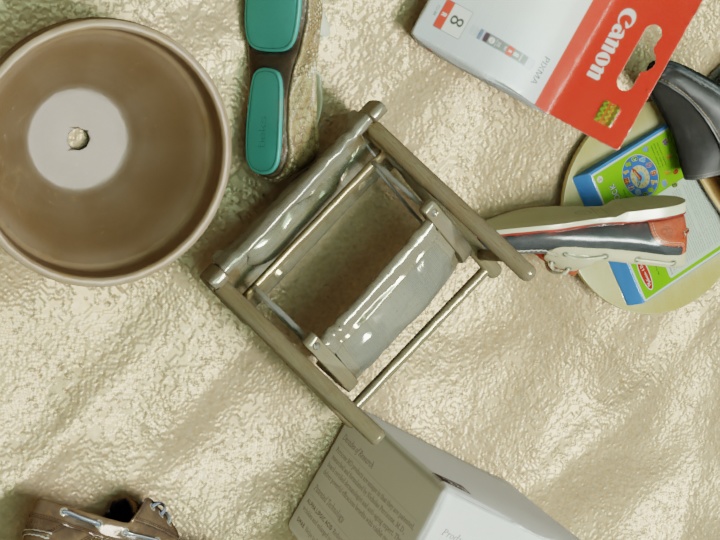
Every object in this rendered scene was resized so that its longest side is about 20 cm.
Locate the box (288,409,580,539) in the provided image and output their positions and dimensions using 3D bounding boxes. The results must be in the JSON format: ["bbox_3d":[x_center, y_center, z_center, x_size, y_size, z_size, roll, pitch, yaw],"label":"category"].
[{"bbox_3d":[0.075,0.242,1.254,0.198,0.200,0.131,29,92,-28],"label":"box"}]

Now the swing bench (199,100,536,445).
[{"bbox_3d":[0.000,0.000,1.192,0.199,0.130,0.200,-45,98,-7],"label":"swing bench"}]

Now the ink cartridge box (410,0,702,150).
[{"bbox_3d":[0.165,-0.217,1.198,0.199,0.050,0.163,30,90,15],"label":"ink cartridge box"}]

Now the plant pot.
[{"bbox_3d":[-0.207,-0.095,1.094,0.200,0.093,0.202,-7,107,-24],"label":"plant pot"}]

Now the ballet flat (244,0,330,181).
[{"bbox_3d":[-0.058,-0.175,1.169,0.065,0.070,0.201,-12,113,-50],"label":"ballet flat"}]

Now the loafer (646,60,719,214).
[{"bbox_3d":[0.323,-0.111,1.314,0.200,0.073,0.072,42,78,-21],"label":"loafer"}]

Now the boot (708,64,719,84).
[{"bbox_3d":[0.439,-0.148,1.402,0.182,0.073,0.201,-39,109,-13],"label":"boot"}]

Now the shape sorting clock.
[{"bbox_3d":[0.277,-0.059,1.358,0.199,0.039,0.202,-2,95,-24],"label":"shape sorting clock"}]

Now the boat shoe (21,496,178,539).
[{"bbox_3d":[-0.188,0.226,1.196,0.199,0.072,0.073,15,72,-43],"label":"boat shoe"}]

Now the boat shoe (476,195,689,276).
[{"bbox_3d":[0.197,-0.026,1.289,0.198,0.071,0.063,-6,108,-1],"label":"boat shoe"}]
